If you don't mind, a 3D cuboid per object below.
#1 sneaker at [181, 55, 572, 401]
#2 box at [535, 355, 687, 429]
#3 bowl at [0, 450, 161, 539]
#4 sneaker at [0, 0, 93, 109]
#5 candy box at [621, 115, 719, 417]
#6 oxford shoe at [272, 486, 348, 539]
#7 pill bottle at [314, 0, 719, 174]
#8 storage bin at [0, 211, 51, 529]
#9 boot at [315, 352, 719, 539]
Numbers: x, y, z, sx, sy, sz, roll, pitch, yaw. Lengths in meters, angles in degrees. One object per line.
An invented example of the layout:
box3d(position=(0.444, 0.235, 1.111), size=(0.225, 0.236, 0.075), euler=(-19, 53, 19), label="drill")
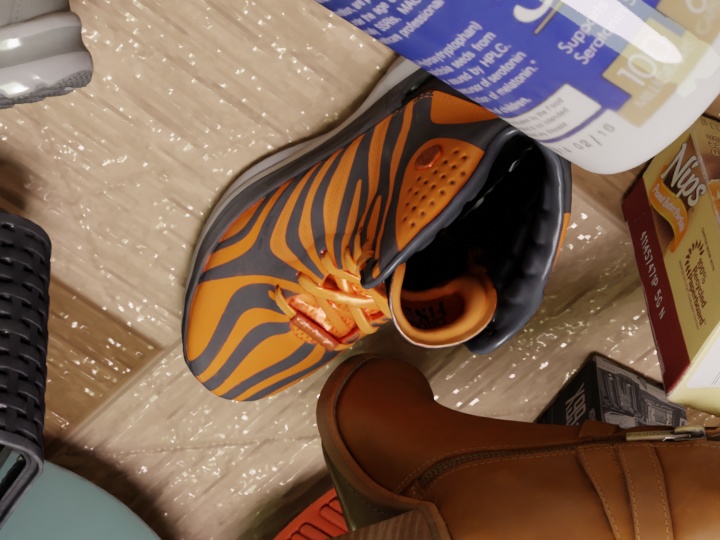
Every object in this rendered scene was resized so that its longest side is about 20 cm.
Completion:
box3d(position=(0.000, 0.000, 0.790), size=(0.078, 0.112, 0.200), euler=(29, 121, -23), label="sneaker")
box3d(position=(0.073, 0.154, 0.860), size=(0.050, 0.200, 0.158), euler=(27, 122, -17), label="box")
box3d(position=(-0.167, 0.181, 0.894), size=(0.201, 0.105, 0.201), euler=(6, 116, 12), label="bowl")
box3d(position=(-0.190, -0.087, 0.755), size=(0.200, 0.075, 0.082), euler=(-7, 92, 10), label="sneaker")
box3d(position=(0.203, 0.022, 0.815), size=(0.200, 0.116, 0.055), euler=(19, 126, -17), label="candy box")
box3d(position=(-0.019, 0.164, 0.918), size=(0.200, 0.071, 0.073), euler=(-53, 158, -8), label="oxford shoe")
box3d(position=(0.027, -0.128, 0.682), size=(0.200, 0.120, 0.120), euler=(30, 121, -15), label="pill bottle")
box3d(position=(-0.221, 0.036, 0.782), size=(0.200, 0.094, 0.135), euler=(10, 149, -21), label="storage bin")
box3d(position=(0.065, 0.076, 0.801), size=(0.155, 0.200, 0.074), euler=(-15, 115, 8), label="boot")
